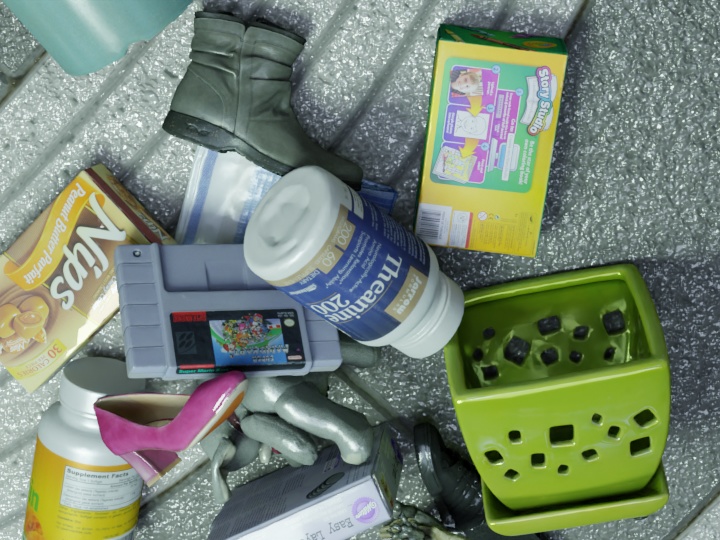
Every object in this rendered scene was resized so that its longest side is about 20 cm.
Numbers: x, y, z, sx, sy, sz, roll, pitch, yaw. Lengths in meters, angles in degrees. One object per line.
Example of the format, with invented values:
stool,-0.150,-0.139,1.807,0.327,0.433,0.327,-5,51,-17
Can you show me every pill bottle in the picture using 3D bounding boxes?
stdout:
pill bottle,-0.267,0.192,1.636,0.110,0.111,0.201,11,110,-2
pill bottle,0.000,0.000,1.498,0.111,0.111,0.200,-44,126,16

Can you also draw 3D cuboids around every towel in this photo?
towel,-0.076,-0.041,1.590,0.199,0.024,0.147,17,111,-5

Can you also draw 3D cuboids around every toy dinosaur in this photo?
toy dinosaur,0.059,0.253,1.619,0.088,0.200,0.048,34,80,-24

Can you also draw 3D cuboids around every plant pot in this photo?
plant pot,0.189,0.129,1.558,0.198,0.200,0.182,-10,116,5
plant pot,-0.249,-0.287,1.424,0.200,0.200,0.196,-29,115,12

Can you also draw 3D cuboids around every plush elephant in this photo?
plush elephant,-0.091,0.140,1.591,0.199,0.165,0.155,13,132,-16

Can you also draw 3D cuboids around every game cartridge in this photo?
game cartridge,-0.120,0.036,1.517,0.199,0.130,0.038,-1,150,-21

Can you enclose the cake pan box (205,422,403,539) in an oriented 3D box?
cake pan box,-0.053,0.223,1.596,0.184,0.200,0.053,-24,97,7

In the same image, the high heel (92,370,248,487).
high heel,-0.174,0.117,1.493,0.096,0.067,0.200,50,141,3

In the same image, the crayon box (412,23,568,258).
crayon box,0.118,-0.118,1.536,0.118,0.058,0.201,7,111,-1

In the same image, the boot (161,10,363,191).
boot,-0.074,-0.156,1.516,0.199,0.068,0.131,20,93,-6

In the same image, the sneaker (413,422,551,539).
sneaker,0.127,0.227,1.667,0.104,0.060,0.201,-16,115,9

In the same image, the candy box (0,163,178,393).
candy box,-0.282,0.008,1.588,0.200,0.055,0.115,-43,92,15
